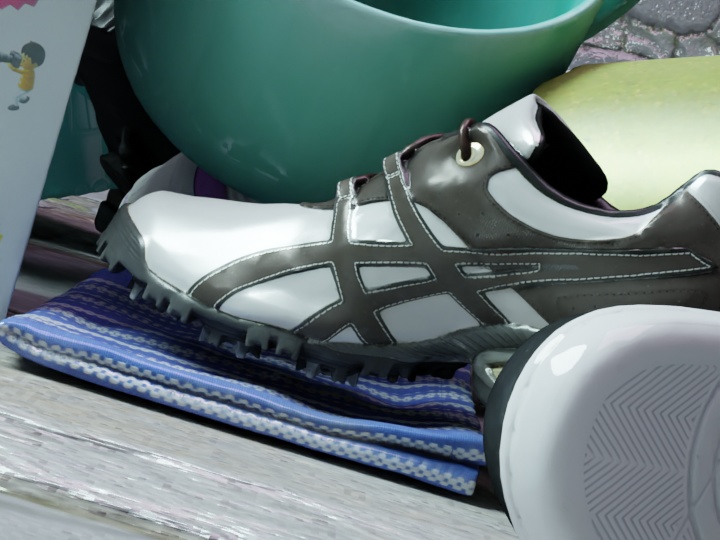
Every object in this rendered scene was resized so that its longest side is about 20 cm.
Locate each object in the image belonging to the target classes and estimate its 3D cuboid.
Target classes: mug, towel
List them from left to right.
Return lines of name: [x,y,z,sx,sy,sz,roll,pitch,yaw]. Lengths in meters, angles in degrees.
towel: [-0.030,0.027,0.731,0.145,0.024,0.200,16,4,0]
mug: [0.009,-0.085,0.782,0.185,0.114,0.152,19,43,-10]

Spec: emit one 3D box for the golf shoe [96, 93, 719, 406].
golf shoe: [0.021,-0.008,0.664,0.200,0.095,0.078,15,6,21]

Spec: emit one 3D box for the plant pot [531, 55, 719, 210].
plant pot: [0.143,0.006,0.720,0.184,0.200,0.200,6,-1,21]

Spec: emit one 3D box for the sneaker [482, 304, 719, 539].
sneaker: [0.069,0.051,0.500,0.200,0.073,0.112,25,-6,-42]

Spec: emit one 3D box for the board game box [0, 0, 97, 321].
board game box: [-0.128,-0.095,0.732,0.064,0.200,0.148,15,3,-23]

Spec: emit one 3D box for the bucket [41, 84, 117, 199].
bucket: [-0.152,-0.122,1.095,0.207,0.135,0.207,-3,20,1]

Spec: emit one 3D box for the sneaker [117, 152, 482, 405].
sneaker: [0.000,0.000,0.880,0.200,0.075,0.100,26,-23,-29]

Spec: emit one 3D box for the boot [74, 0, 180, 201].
boot: [-0.108,-0.078,0.943,0.200,0.076,0.168,31,-27,38]

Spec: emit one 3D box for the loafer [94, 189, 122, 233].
loafer: [-0.067,-0.027,1.080,0.072,0.063,0.200,16,3,-32]
